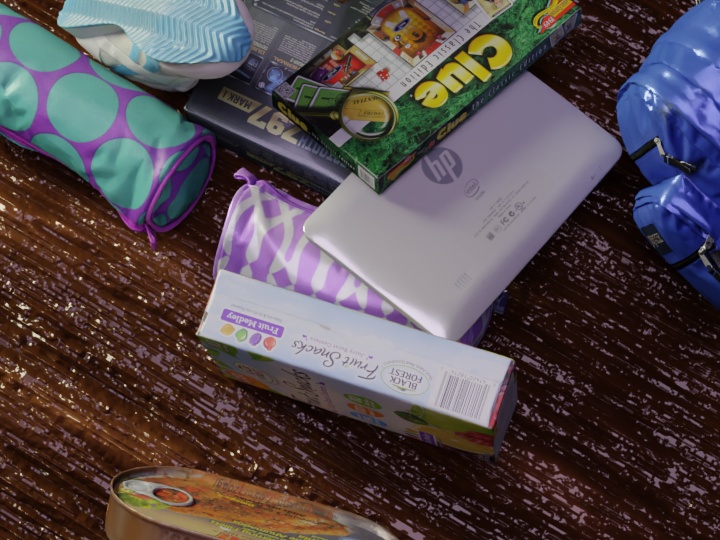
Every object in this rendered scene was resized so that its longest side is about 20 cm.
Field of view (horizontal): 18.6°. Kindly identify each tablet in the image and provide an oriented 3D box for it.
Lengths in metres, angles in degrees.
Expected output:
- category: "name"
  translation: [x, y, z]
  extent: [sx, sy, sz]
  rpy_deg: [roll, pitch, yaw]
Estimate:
- category: "tablet"
  translation: [0.070, -0.055, 1.469]
  extent: [0.130, 0.014, 0.200]
  rpy_deg: [38, 66, 11]

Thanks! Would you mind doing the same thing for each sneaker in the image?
- category: "sneaker"
  translation: [-0.125, -0.163, 1.502]
  extent: [0.200, 0.081, 0.077]
  rpy_deg: [21, 75, 53]

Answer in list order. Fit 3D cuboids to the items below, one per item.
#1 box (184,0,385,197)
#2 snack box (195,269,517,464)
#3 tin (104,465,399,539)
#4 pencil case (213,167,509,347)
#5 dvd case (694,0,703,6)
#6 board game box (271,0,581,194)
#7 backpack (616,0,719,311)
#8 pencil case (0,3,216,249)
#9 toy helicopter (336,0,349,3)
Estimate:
- category: "box"
  translation: [-0.001, -0.131, 1.548]
  extent: [0.200, 0.051, 0.158]
  rpy_deg: [25, 76, 10]
- category: "snack box"
  translation: [0.001, 0.065, 1.444]
  extent: [0.200, 0.142, 0.053]
  rpy_deg: [18, 77, 8]
- category: "tin"
  translation: [-0.070, 0.177, 1.435]
  extent: [0.200, 0.112, 0.042]
  rpy_deg: [15, 100, 9]
- category: "pencil case"
  translation: [0.000, 0.000, 1.492]
  extent: [0.200, 0.084, 0.086]
  rpy_deg: [16, 110, 7]
- category: "dvd case"
  translation: [0.309, -0.197, 1.560]
  extent: [0.146, 0.022, 0.200]
  rpy_deg: [-7, 73, 2]
- category: "board game box"
  translation: [0.046, -0.146, 1.496]
  extent: [0.105, 0.023, 0.200]
  rpy_deg: [41, 68, 20]
- category: "backpack"
  translation: [0.256, -0.073, 1.436]
  extent: [0.168, 0.163, 0.200]
  rpy_deg: [-43, 90, -9]
- category: "pencil case"
  translation: [-0.202, -0.104, 1.538]
  extent: [0.200, 0.085, 0.092]
  rpy_deg: [30, 79, 11]
- category: "toy helicopter"
  translation: [0.025, -0.265, 1.519]
  extent: [0.079, 0.132, 0.200]
  rpy_deg: [24, 55, 10]
